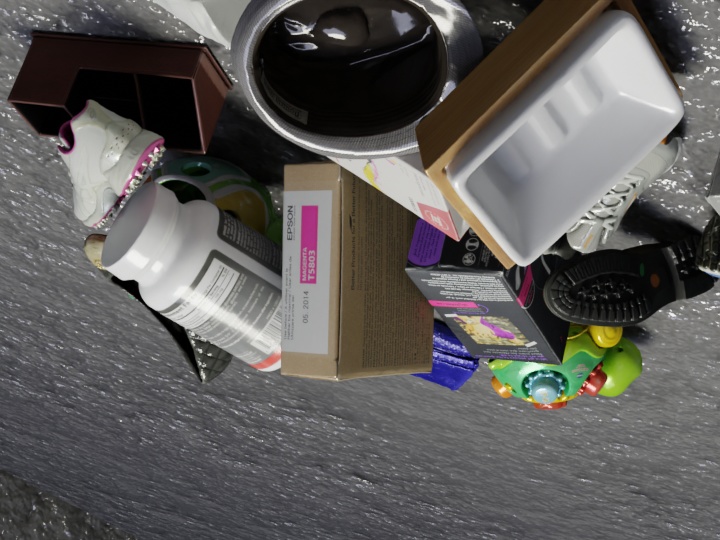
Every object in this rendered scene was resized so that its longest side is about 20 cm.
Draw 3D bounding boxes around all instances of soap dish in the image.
[{"bbox_3d":[0.145,-0.115,1.208,0.081,0.200,0.157,47,-178,41],"label":"soap dish"}]

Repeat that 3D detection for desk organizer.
[{"bbox_3d":[-0.232,-0.170,1.495,0.198,0.078,0.072,8,156,23],"label":"desk organizer"}]

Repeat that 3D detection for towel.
[{"bbox_3d":[0.046,0.094,1.937,0.198,0.050,0.148,19,157,-3],"label":"towel"}]

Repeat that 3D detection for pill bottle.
[{"bbox_3d":[-0.142,0.004,1.503,0.199,0.117,0.115,33,154,-25],"label":"pill bottle"}]

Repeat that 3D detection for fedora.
[{"bbox_3d":[-0.002,-0.182,1.238,0.197,0.091,0.178,-6,128,7],"label":"fedora"}]

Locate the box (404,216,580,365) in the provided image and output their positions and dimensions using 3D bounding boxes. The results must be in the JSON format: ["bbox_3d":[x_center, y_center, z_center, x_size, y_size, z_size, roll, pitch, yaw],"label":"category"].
[{"bbox_3d":[0.137,-0.004,1.540,0.105,0.124,0.200,3,154,27],"label":"box"}]

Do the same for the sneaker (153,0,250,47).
[{"bbox_3d":[-0.160,-0.252,1.272,0.088,0.076,0.200,20,162,26],"label":"sneaker"}]

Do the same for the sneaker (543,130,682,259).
[{"bbox_3d":[0.219,-0.065,1.377,0.075,0.093,0.200,22,157,-8],"label":"sneaker"}]

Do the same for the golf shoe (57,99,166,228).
[{"bbox_3d":[-0.250,-0.104,1.485,0.091,0.076,0.200,38,152,-8],"label":"golf shoe"}]

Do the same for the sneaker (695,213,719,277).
[{"bbox_3d":[0.395,-0.011,1.391,0.198,0.079,0.089,0,150,37],"label":"sneaker"}]

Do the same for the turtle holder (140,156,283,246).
[{"bbox_3d":[-0.154,-0.040,1.617,0.185,0.141,0.132,42,-178,18],"label":"turtle holder"}]

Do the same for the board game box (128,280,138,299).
[{"bbox_3d":[-0.142,0.012,1.734,0.198,0.200,0.026,19,115,2],"label":"board game box"}]

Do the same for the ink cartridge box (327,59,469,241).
[{"bbox_3d":[0.017,-0.121,1.343,0.199,0.068,0.117,34,168,24],"label":"ink cartridge box"}]

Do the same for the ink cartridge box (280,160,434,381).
[{"bbox_3d":[0.000,0.000,1.489,0.074,0.203,0.164,2,180,37],"label":"ink cartridge box"}]

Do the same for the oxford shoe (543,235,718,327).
[{"bbox_3d":[0.243,0.015,1.477,0.198,0.074,0.084,-8,180,-33],"label":"oxford shoe"}]

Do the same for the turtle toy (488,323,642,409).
[{"bbox_3d":[0.222,0.096,1.698,0.198,0.103,0.145,-7,-176,-28],"label":"turtle toy"}]

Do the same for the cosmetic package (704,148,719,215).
[{"bbox_3d":[0.393,-0.069,1.246,0.198,0.091,0.107,1,150,42],"label":"cosmetic package"}]

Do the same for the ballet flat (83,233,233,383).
[{"bbox_3d":[-0.208,0.035,1.604,0.200,0.057,0.066,43,153,-15],"label":"ballet flat"}]
